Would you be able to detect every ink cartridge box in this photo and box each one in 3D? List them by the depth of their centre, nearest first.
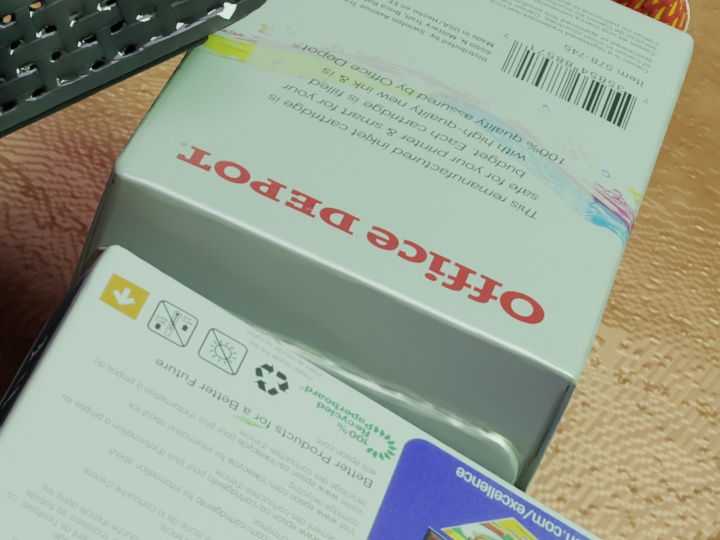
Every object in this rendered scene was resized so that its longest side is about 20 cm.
[{"bbox_3d":[-0.022,0.113,0.649,0.198,0.043,0.200,32,42,-6],"label":"ink cartridge box"},{"bbox_3d":[0.000,0.000,0.815,0.145,0.145,0.200,25,37,2],"label":"ink cartridge box"}]

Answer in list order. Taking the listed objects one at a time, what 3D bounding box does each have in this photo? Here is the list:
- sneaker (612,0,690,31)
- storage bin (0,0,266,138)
[{"bbox_3d":[0.039,-0.133,1.075,0.199,0.073,0.077,23,15,-7],"label":"sneaker"},{"bbox_3d":[-0.144,-0.080,0.743,0.200,0.094,0.135,-26,14,-16],"label":"storage bin"}]
